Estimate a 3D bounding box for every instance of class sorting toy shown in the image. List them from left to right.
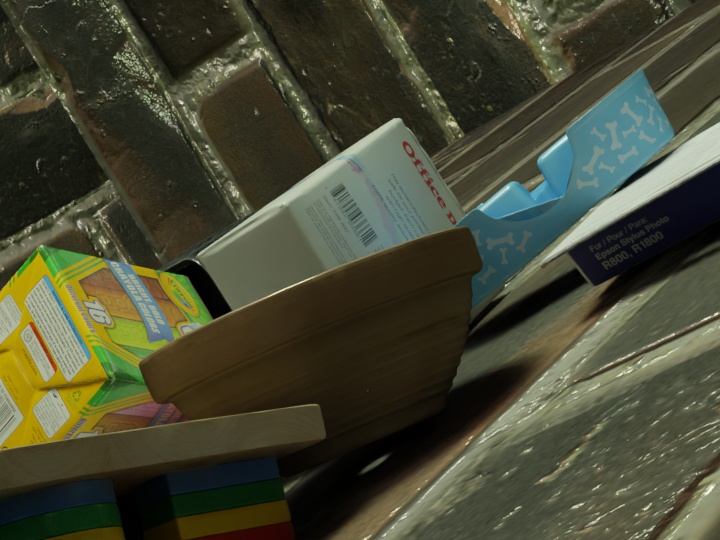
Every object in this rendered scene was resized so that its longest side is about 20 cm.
[{"bbox_3d":[-0.145,0.137,1.127,0.198,0.070,0.200,-6,-13,-38],"label":"sorting toy"}]

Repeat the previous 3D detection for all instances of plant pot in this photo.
[{"bbox_3d":[-0.015,0.055,1.224,0.200,0.093,0.201,-22,-3,-1],"label":"plant pot"}]

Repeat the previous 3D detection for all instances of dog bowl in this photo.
[{"bbox_3d":[0.120,-0.048,1.425,0.200,0.050,0.111,-40,-1,7],"label":"dog bowl"}]

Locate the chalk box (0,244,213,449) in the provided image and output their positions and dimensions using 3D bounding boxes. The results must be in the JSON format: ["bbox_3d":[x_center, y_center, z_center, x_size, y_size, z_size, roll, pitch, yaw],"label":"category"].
[{"bbox_3d":[-0.166,0.079,1.541,0.124,0.125,0.200,-47,-31,21],"label":"chalk box"}]

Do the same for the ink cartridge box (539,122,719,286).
[{"bbox_3d":[0.220,-0.060,1.296,0.196,0.043,0.200,-31,5,29],"label":"ink cartridge box"}]

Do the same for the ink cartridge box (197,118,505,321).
[{"bbox_3d":[0.000,0.000,1.487,0.087,0.146,0.200,-30,6,33],"label":"ink cartridge box"}]

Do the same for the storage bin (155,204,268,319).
[{"bbox_3d":[-0.108,0.043,1.810,0.094,0.136,0.200,-35,5,-31],"label":"storage bin"}]
